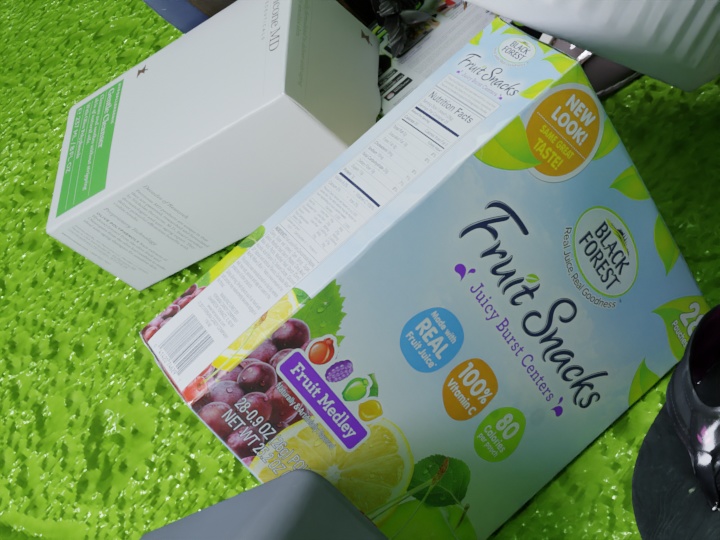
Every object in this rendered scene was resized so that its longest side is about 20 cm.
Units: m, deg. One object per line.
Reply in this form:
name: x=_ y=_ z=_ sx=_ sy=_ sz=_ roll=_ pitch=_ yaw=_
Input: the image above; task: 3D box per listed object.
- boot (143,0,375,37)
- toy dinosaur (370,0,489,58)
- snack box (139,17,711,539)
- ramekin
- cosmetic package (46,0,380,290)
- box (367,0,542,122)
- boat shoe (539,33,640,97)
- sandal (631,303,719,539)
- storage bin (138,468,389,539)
boot: x=-0.061 y=-0.182 z=0.898 sx=0.096 sy=0.200 sz=0.075 roll=-20 pitch=71 yaw=22
toy dinosaur: x=0.064 y=-0.199 z=0.850 sx=0.135 sy=0.103 sz=0.200 roll=-21 pitch=9 yaw=-1
snack box: x=0.036 y=0.024 z=0.606 sx=0.200 sy=0.169 sz=0.068 roll=-43 pitch=38 yaw=-5
ramekin: x=0.097 y=-0.154 z=0.650 sx=0.202 sy=0.201 sz=0.095 roll=37 pitch=109 yaw=53
cosmetic package: x=-0.088 y=-0.081 z=0.864 sx=0.199 sy=0.085 sz=0.108 roll=-27 pitch=45 yaw=32
box: x=0.079 y=-0.161 z=0.880 sx=0.200 sy=0.035 sz=0.110 roll=-42 pitch=36 yaw=-4
boat shoe: x=0.181 y=-0.146 z=0.751 sx=0.199 sy=0.072 sz=0.060 roll=-35 pitch=63 yaw=14
sandal: x=0.162 y=0.035 z=0.589 sx=0.075 sy=0.048 sz=0.201 roll=5 pitch=54 yaw=43
storage bin: x=-0.055 y=0.170 z=0.556 sx=0.200 sy=0.146 sz=0.135 roll=-31 pitch=18 yaw=53
